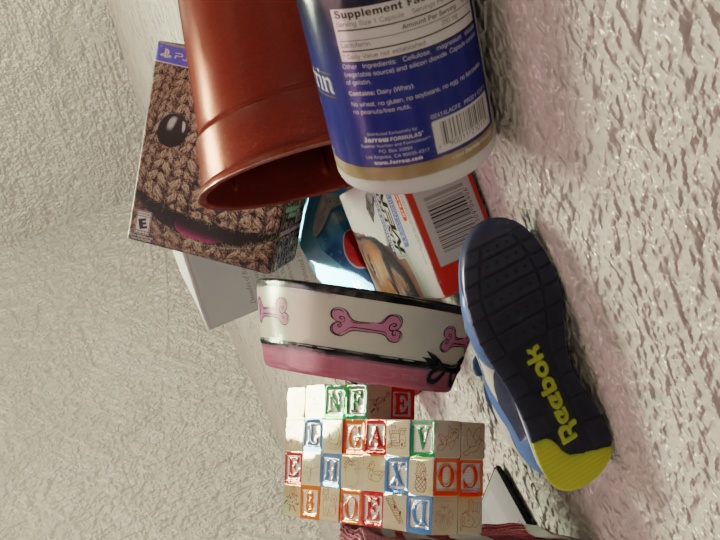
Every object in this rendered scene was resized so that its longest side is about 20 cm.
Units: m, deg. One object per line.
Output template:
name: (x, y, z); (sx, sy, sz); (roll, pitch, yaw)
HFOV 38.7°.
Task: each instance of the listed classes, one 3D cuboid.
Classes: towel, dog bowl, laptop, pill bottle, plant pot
towel: (0.086, 0.230, 0.881); (0.144, 0.197, 0.023); (135, 137, -76)
dog bowl: (0.002, 0.058, 0.887); (0.200, 0.198, 0.075); (168, 111, -77)
laptop: (0.128, 0.335, 1.028); (0.188, 0.115, 0.201); (94, 152, -61)
pill bottle: (0.019, -0.162, 0.670); (0.116, 0.115, 0.202); (-134, 26, -58)
plant pot: (-0.064, -0.174, 0.862); (0.201, 0.198, 0.198); (141, 114, -76)

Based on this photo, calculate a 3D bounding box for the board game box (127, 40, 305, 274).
board game box: (-0.135, -0.118, 1.052); (0.097, 0.157, 0.203); (-43, -35, -76)

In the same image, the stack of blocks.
stack of blocks: (0.015, 0.157, 0.872); (0.199, 0.058, 0.117); (-9, 76, 50)

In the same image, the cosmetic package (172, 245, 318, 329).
cosmetic package: (-0.143, -0.064, 1.304); (0.167, 0.198, 0.168); (-131, 23, -57)

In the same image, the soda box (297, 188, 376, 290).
soda box: (0.000, 0.000, 1.071); (0.068, 0.064, 0.201); (-54, 52, 33)

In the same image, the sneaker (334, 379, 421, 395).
sneaker: (0.006, 0.104, 1.147); (0.078, 0.082, 0.201); (55, 175, 41)

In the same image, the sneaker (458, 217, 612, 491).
sneaker: (0.113, 0.060, 0.743); (0.082, 0.073, 0.202); (-161, 52, -76)

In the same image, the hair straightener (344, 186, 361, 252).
hair straightener: (-0.011, -0.111, 0.985); (0.041, 0.077, 0.203); (-6, 101, 38)

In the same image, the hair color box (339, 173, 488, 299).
hair color box: (0.047, -0.036, 0.879); (0.200, 0.063, 0.112); (168, 80, -78)
